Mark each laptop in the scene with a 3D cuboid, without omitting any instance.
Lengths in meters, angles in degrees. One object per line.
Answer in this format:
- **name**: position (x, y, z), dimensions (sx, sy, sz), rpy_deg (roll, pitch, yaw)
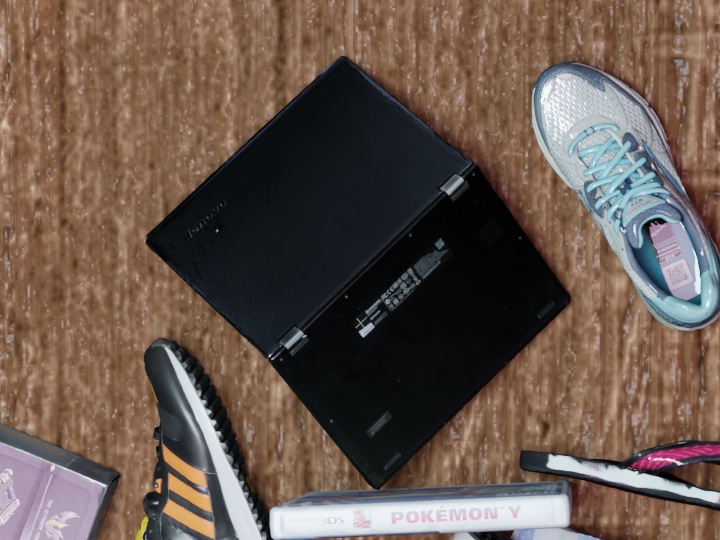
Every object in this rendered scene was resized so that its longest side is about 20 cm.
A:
- **laptop**: position (0.000, 0.000, 1.581), dimensions (0.187, 0.116, 0.200), rpy_deg (-43, 118, -10)

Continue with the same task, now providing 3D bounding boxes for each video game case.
- **video game case**: position (0.044, 0.151, 1.516), dimensions (0.181, 0.200, 0.023), rpy_deg (-3, 88, 5)

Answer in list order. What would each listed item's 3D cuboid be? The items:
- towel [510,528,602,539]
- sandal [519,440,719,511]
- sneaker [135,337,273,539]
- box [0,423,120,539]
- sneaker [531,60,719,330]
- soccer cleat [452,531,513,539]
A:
- **towel**: position (0.145, 0.240, 1.521), dimensions (0.024, 0.199, 0.147), rpy_deg (38, 73, -39)
- **sandal**: position (0.205, 0.129, 1.567), dimensions (0.199, 0.075, 0.045), rpy_deg (11, 83, 7)
- **sneaker**: position (-0.119, 0.148, 1.595), dimensions (0.090, 0.070, 0.201), rpy_deg (-23, 93, 3)
- **box**: position (-0.272, 0.204, 1.624), dimensions (0.158, 0.048, 0.201), rpy_deg (20, 96, 3)
- **sneaker**: position (0.181, -0.051, 1.547), dimensions (0.077, 0.086, 0.200), rpy_deg (-34, 90, 6)
- **soccer cleat**: position (0.102, 0.238, 1.500), dimensions (0.068, 0.200, 0.073), rpy_deg (27, 103, -35)
